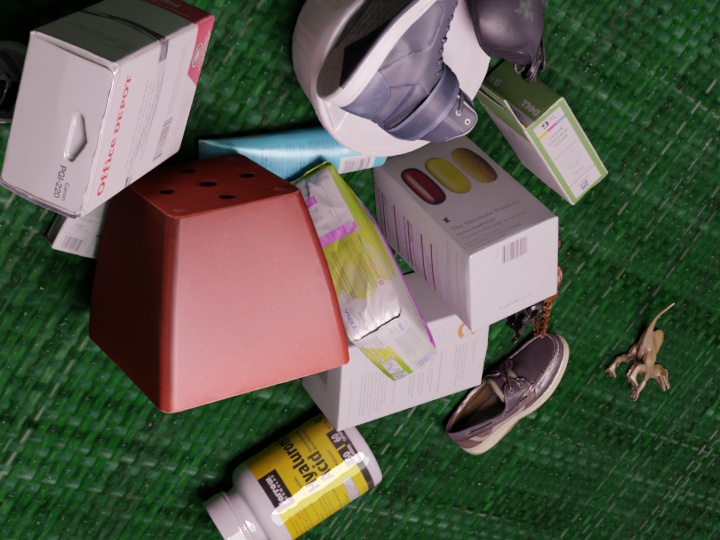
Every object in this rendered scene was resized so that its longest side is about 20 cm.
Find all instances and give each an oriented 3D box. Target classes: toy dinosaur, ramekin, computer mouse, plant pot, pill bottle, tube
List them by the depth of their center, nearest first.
[{"bbox_3d":[-0.142,-0.003,1.345,0.200,0.200,0.177,-13,117,-28],"label":"plant pot"},{"bbox_3d":[0.023,-0.222,1.387,0.202,0.094,0.203,-20,132,-23],"label":"ramekin"},{"bbox_3d":[0.162,-0.258,1.392,0.200,0.053,0.139,-17,106,-67],"label":"computer mouse"},{"bbox_3d":[-0.072,-0.116,1.439,0.200,0.050,0.078,-12,125,-21],"label":"tube"},{"bbox_3d":[-0.083,0.259,1.672,0.200,0.111,0.111,-33,136,-10],"label":"pill bottle"},{"bbox_3d":[0.208,0.013,1.710,0.136,0.102,0.200,-43,117,-23],"label":"toy dinosaur"},{"bbox_3d":[0.395,0.117,1.958,0.101,0.058,0.200,-45,147,-20],"label":"toy dinosaur"}]

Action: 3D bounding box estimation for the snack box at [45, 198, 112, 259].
[{"bbox_3d":[-0.215,-0.035,1.412,0.200,0.024,0.072,17,111,-42],"label":"snack box"}]

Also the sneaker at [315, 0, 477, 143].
[{"bbox_3d":[0.073,-0.210,1.297,0.146,0.077,0.202,28,114,-32],"label":"sneaker"}]

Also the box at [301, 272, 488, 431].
[{"bbox_3d":[0.041,0.087,1.637,0.200,0.097,0.125,-15,130,-25],"label":"box"}]

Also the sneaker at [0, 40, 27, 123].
[{"bbox_3d":[-0.317,-0.143,1.170,0.200,0.140,0.078,12,115,-40],"label":"sneaker"}]

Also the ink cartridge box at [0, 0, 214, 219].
[{"bbox_3d":[-0.216,-0.149,1.205,0.200,0.085,0.146,-53,165,-63],"label":"ink cartridge box"}]

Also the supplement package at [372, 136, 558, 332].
[{"bbox_3d":[0.110,-0.049,1.506,0.114,0.200,0.110,-24,134,-20],"label":"supplement package"}]

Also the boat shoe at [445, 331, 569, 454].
[{"bbox_3d":[0.189,0.157,1.818,0.200,0.072,0.065,-47,142,13],"label":"boat shoe"}]

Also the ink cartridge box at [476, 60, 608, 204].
[{"bbox_3d":[0.190,-0.168,1.540,0.059,0.104,0.200,-43,136,0],"label":"ink cartridge box"}]

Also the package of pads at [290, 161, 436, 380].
[{"bbox_3d":[0.000,0.000,1.439,0.068,0.200,0.155,-29,155,6],"label":"package of pads"}]
